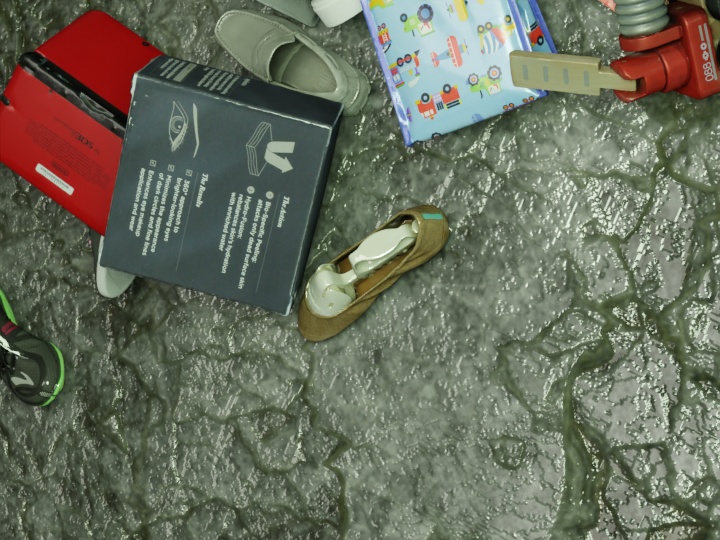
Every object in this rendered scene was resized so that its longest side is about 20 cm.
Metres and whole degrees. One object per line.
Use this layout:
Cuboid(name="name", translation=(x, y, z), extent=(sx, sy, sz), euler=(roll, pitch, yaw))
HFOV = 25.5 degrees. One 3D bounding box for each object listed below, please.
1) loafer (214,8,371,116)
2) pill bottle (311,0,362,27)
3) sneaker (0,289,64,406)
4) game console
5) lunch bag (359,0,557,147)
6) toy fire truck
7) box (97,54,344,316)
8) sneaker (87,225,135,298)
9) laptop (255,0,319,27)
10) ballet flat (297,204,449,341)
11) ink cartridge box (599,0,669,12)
Cuboid(name="loafer", translation=(-0.078, -0.223, 1.648), extent=(0.199, 0.070, 0.070), euler=(28, 97, 27))
Cuboid(name="pill bottle", translation=(-0.059, -0.347, 1.585), extent=(0.112, 0.113, 0.200), euler=(-30, 110, 21))
Cuboid(name="sneaker", translation=(-0.406, 0.082, 1.775), extent=(0.200, 0.084, 0.077), euler=(40, 103, 26))
Cuboid(name="game console", translation=(-0.273, -0.156, 1.706), extent=(0.199, 0.119, 0.173), euler=(35, 109, 11))
Cuboid(name="lunch bag", translation=(0.086, -0.242, 1.512), extent=(0.149, 0.094, 0.202), euler=(-18, 100, 25))
Cuboid(name="toy fire truck", translation=(0.235, -0.228, 1.399), extent=(0.199, 0.129, 0.177), euler=(-22, 112, -12))
Cuboid(name="box", translation=(-0.136, -0.086, 1.569), extent=(0.198, 0.118, 0.198), euler=(15, 108, 1))
Cuboid(name="sneaker", translation=(-0.287, -0.068, 1.742), extent=(0.098, 0.071, 0.202), euler=(-1, 77, 27))
Cuboid(name="laptop", translation=(-0.110, -0.386, 1.685), extent=(0.199, 0.116, 0.189), euler=(27, 94, 42))
Cuboid(name="ballet flat", translation=(0.000, 0.000, 1.578), extent=(0.199, 0.072, 0.068), euler=(-35, 69, 20))
Cuboid(name="ink cartridge box", translation=(0.262, -0.338, 1.468), extent=(0.176, 0.045, 0.201), euler=(38, 109, 18))
